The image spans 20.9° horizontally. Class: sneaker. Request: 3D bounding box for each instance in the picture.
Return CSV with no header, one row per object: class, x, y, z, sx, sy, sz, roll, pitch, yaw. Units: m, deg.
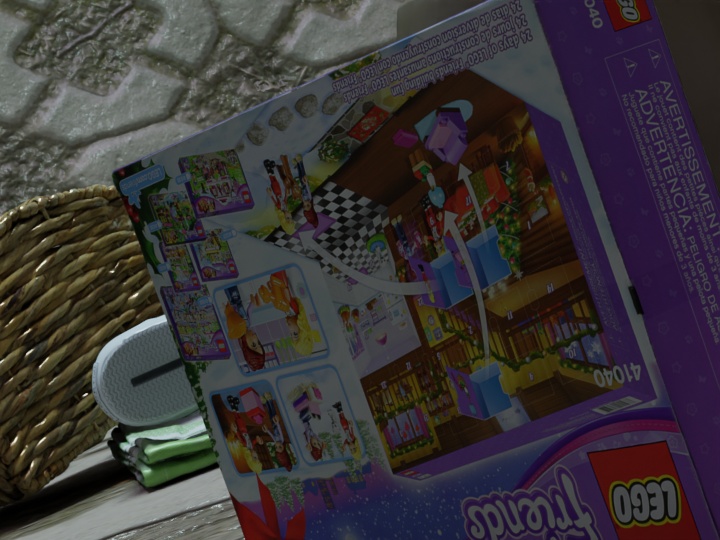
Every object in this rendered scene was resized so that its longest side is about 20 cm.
sneaker,-0.053,0.029,1.060,0.199,0.074,0.071,-16,2,-12

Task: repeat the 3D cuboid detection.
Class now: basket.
basket,-0.211,0.047,1.162,0.149,0.143,0.200,-25,10,42

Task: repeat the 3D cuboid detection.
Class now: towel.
towel,-0.067,0.079,1.108,0.148,0.031,0.200,-20,2,-11

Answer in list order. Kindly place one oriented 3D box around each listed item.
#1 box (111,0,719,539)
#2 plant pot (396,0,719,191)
box,0.017,0.013,0.510,0.039,0.138,0.200,-21,3,-35
plant pot,0.097,-0.042,0.782,0.199,0.175,0.200,-18,3,1
